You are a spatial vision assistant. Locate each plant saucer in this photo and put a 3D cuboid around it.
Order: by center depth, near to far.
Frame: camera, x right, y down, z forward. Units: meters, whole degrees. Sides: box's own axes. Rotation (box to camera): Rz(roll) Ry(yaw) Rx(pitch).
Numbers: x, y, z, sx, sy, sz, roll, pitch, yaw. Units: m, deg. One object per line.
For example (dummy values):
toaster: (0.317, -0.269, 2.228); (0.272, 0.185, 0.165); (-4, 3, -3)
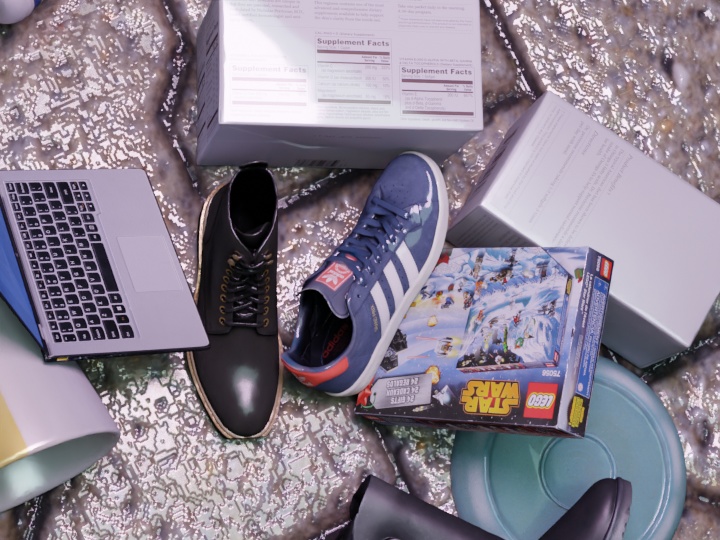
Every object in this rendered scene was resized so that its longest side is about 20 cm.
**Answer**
plant saucer: (0.172, 0.162, 1.472); (0.199, 0.027, 0.201); (2, 80, -12)

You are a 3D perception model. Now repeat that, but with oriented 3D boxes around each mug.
mug: (-0.280, 0.084, 1.324); (0.149, 0.186, 0.154); (-31, 76, 21)

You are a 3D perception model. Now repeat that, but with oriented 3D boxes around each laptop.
laptop: (-0.212, -0.042, 1.323); (0.199, 0.116, 0.188); (-2, 49, -27)

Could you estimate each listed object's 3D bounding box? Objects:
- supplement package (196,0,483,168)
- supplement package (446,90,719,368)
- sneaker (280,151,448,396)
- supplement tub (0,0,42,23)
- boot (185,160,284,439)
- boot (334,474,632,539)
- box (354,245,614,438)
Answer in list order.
supplement package: (-0.021, -0.147, 1.421); (0.199, 0.156, 0.112); (1, 82, -12)
supplement package: (0.188, -0.029, 1.463); (0.200, 0.117, 0.117); (34, 73, -3)
sneaker: (0.000, 0.000, 1.404); (0.075, 0.084, 0.201); (23, 94, 37)
supplement tub: (-0.250, -0.304, 1.408); (0.145, 0.145, 0.200); (42, 75, -2)
boot: (-0.090, 0.023, 1.385); (0.077, 0.138, 0.201); (-6, 82, -12)
boot: (0.090, 0.202, 1.408); (0.199, 0.066, 0.166); (23, 93, 0)
box: (0.092, 0.053, 1.396); (0.040, 0.199, 0.138); (25, 72, -45)
